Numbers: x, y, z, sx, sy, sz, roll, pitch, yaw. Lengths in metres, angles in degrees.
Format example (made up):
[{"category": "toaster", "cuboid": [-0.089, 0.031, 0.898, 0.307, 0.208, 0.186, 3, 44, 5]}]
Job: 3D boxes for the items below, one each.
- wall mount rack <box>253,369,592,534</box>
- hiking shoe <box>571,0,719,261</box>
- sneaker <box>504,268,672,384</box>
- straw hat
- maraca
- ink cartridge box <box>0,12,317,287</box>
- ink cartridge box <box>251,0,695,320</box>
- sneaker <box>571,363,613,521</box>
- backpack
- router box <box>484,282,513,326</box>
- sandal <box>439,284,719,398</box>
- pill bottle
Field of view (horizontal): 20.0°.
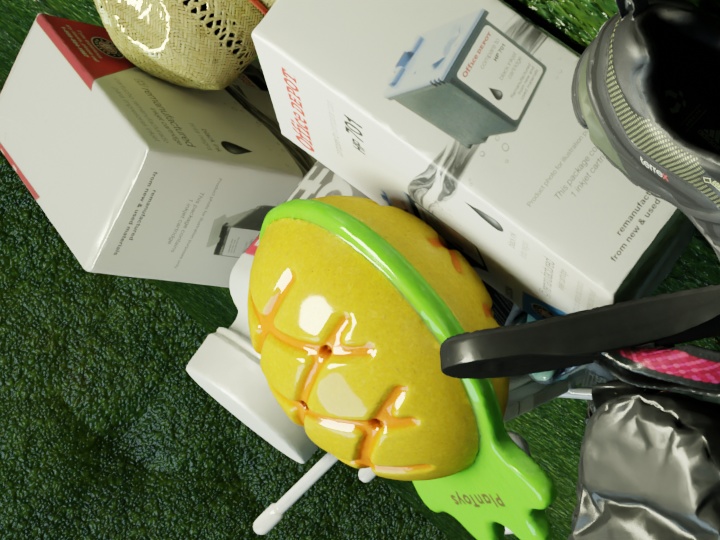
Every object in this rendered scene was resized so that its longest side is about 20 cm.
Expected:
[{"category": "wall mount rack", "cuboid": [0.042, 0.100, 1.125, 0.173, 0.075, 0.200, 0, -172, 31]}, {"category": "hiking shoe", "cuboid": [0.158, -0.025, 0.728, 0.200, 0.076, 0.101, 38, 175, 8]}, {"category": "sneaker", "cuboid": [0.108, 0.020, 1.119, 0.077, 0.086, 0.200, 37, 171, 7]}, {"category": "straw hat", "cuboid": [-0.092, -0.145, 1.101, 0.201, 0.085, 0.201, 38, 172, 6]}, {"category": "maraca", "cuboid": [0.021, 0.050, 0.954, 0.201, 0.107, 0.137, 55, 157, -11]}, {"category": "ink cartridge box", "cuboid": [-0.089, -0.062, 1.167, 0.199, 0.083, 0.147, 7, -149, -43]}, {"category": "ink cartridge box", "cuboid": [0.057, -0.060, 0.937, 0.199, 0.086, 0.147, 35, 171, 12]}, {"category": "sneaker", "cuboid": [0.172, 0.120, 1.291, 0.076, 0.114, 0.200, 28, 164, 43]}, {"category": "backpack", "cuboid": [0.191, 0.117, 0.964, 0.199, 0.168, 0.126, -9, -145, -42]}, {"category": "router box", "cuboid": [0.042, -0.017, 1.316, 0.157, 0.052, 0.200, 31, 168, 41]}, {"category": "sandal", "cuboid": [0.134, 0.036, 0.860, 0.075, 0.199, 0.045, 60, -160, -75]}, {"category": "pill bottle", "cuboid": [0.000, 0.000, 1.085, 0.110, 0.200, 0.111, 37, 170, 8]}]
